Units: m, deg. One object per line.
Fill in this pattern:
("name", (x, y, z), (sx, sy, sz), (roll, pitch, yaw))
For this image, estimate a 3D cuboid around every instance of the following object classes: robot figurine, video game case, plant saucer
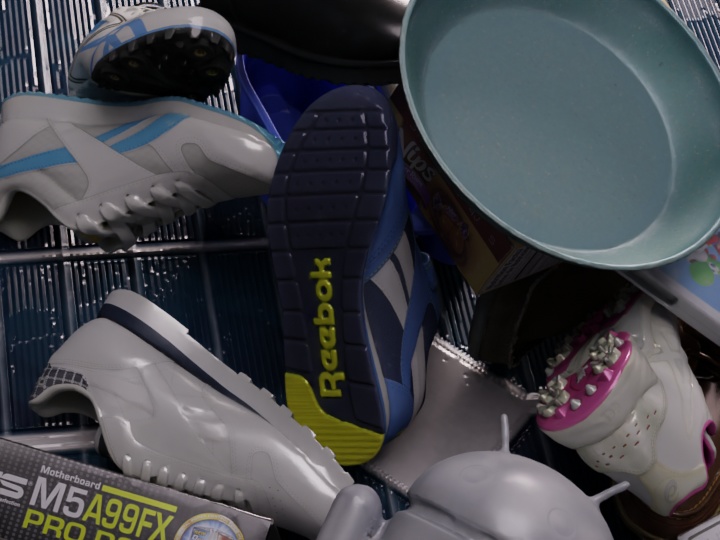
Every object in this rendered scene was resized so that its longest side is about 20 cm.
("robot figurine", (0.049, 0.171, 1.004), (0.169, 0.113, 0.200), (31, 82, 3))
("video game case", (0.158, -0.056, 1.136), (0.200, 0.017, 0.143), (36, 52, -1))
("plant saucer", (0.104, -0.081, 1.089), (0.199, 0.036, 0.201), (12, 57, -19))

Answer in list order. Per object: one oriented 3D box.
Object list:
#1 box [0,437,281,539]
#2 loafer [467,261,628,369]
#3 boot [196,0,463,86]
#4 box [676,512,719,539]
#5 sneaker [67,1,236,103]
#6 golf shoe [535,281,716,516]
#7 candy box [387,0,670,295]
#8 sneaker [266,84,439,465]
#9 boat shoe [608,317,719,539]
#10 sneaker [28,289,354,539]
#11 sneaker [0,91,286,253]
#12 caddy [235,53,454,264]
("box", (-0.117, 0.126, 0.986), (0.160, 0.200, 0.044), (16, 77, 5))
("loafer", (0.138, -0.005, 1.209), (0.070, 0.075, 0.200), (35, 55, 24))
("boot", (-0.029, -0.195, 1.143), (0.198, 0.163, 0.073), (18, 31, 40))
("box", (0.275, 0.151, 1.095), (0.199, 0.060, 0.117), (-27, 59, -15))
("sneaker", (-0.120, -0.127, 1.193), (0.072, 0.200, 0.073), (17, 78, -21))
("golf shoe", (0.145, 0.066, 1.098), (0.092, 0.075, 0.200), (46, 22, -4))
("candy box", (0.118, -0.074, 1.176), (0.199, 0.057, 0.117), (-20, 68, -34))
("sneaker", (0.000, 0.000, 1.130), (0.074, 0.201, 0.082), (6, 9, 31))
("boat shoe", (0.191, 0.062, 1.168), (0.072, 0.068, 0.200), (22, 52, 9))
("sneaker", (-0.082, 0.095, 1.107), (0.200, 0.077, 0.081), (33, 66, 22))
("sneaker", (-0.122, -0.051, 1.178), (0.199, 0.076, 0.081), (3, 72, 30))
("caddy", (0.007, -0.086, 1.233), (0.141, 0.105, 0.200), (-17, 56, -20))
